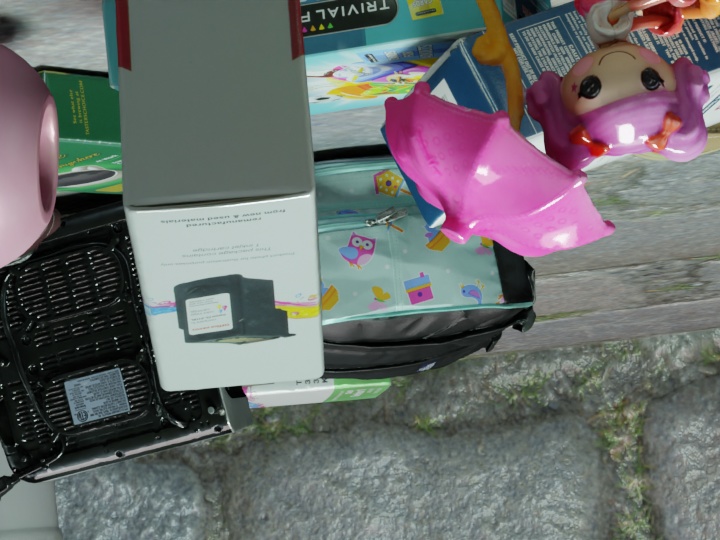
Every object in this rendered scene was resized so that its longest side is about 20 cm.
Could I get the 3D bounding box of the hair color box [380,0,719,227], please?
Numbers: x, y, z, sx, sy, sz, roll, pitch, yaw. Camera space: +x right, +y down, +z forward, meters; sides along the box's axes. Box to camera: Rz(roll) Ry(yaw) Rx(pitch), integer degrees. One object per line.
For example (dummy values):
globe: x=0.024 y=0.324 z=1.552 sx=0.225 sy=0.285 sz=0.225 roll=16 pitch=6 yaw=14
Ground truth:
hair color box: x=0.118 y=-0.093 z=1.343 sx=0.199 sy=0.061 sz=0.100 roll=-20 pitch=167 yaw=-31

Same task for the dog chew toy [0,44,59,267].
dog chew toy: x=-0.255 y=-0.059 z=1.375 sx=0.199 sy=0.125 sz=0.125 roll=1 pitch=173 yaw=3

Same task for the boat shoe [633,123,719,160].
boat shoe: x=0.164 y=-0.103 z=1.540 sx=0.199 sy=0.072 sz=0.064 roll=1 pitch=171 yaw=-36

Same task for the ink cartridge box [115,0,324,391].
ink cartridge box: x=-0.063 y=-0.051 z=1.247 sx=0.082 sy=0.147 sz=0.200 roll=-5 pitch=155 yaw=-1

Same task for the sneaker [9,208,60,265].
sneaker: x=-0.295 y=-0.014 z=1.868 sx=0.199 sy=0.076 sz=0.115 roll=-9 pitch=175 yaw=18

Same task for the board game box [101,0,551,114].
board game box: x=-0.011 y=-0.116 z=1.388 sx=0.199 sy=0.047 sz=0.151 roll=-8 pitch=173 yaw=14

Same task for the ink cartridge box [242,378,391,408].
ink cartridge box: x=-0.085 y=0.031 z=2.103 sx=0.199 sy=0.146 sz=0.084 roll=-4 pitch=172 yaw=-10

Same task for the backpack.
backpack: x=0.000 y=0.000 z=1.896 sx=0.199 sy=0.154 sz=0.176 roll=-14 pitch=174 yaw=-19

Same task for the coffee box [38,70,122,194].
coffee box: x=-0.149 y=-0.078 z=1.592 sx=0.123 sy=0.044 sz=0.199 roll=-13 pitch=171 yaw=42

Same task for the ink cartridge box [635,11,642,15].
ink cartridge box: x=0.217 y=-0.161 z=1.218 sx=0.161 sy=0.050 sz=0.200 roll=-5 pitch=176 yaw=-7

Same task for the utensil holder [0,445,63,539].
utensil holder: x=-0.438 y=0.228 z=3.170 sx=0.169 sy=0.201 sz=0.170 roll=-6 pitch=172 yaw=-1

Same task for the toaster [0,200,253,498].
toaster: x=-0.184 y=0.052 z=1.955 sx=0.199 sy=0.182 sz=0.119 roll=-16 pitch=176 yaw=12

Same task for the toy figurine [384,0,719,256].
toy figurine: x=0.077 y=-0.099 z=1.043 sx=0.199 sy=0.185 sz=0.150 roll=-6 pitch=173 yaw=-3
